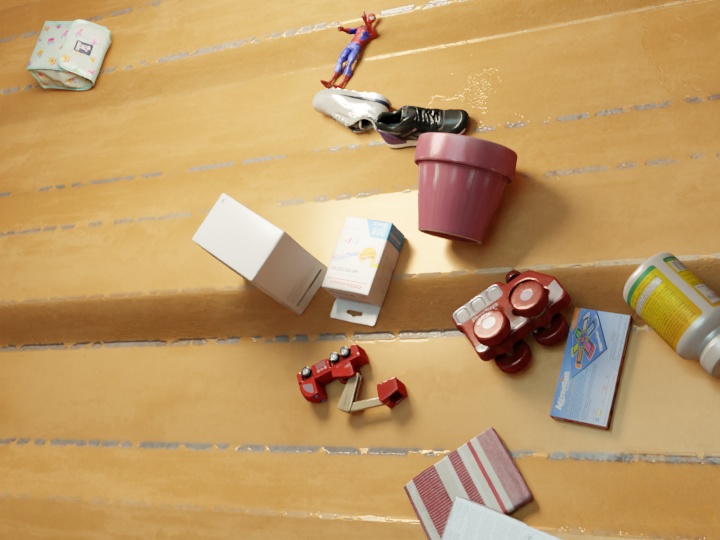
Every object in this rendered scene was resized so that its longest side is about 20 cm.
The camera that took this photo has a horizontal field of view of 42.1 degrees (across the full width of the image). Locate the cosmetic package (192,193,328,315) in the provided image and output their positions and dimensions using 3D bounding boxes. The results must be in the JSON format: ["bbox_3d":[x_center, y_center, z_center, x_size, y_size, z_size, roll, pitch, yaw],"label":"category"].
[{"bbox_3d":[-0.203,-0.032,1.927,0.199,0.200,0.124,32,83,36],"label":"cosmetic package"}]

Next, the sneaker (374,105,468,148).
[{"bbox_3d":[0.125,-0.306,1.950,0.198,0.088,0.077,-8,63,25],"label":"sneaker"}]

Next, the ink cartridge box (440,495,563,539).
[{"bbox_3d":[0.223,0.485,1.541,0.198,0.057,0.164,17,82,21],"label":"ink cartridge box"}]

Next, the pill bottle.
[{"bbox_3d":[0.536,0.074,1.532,0.113,0.113,0.200,-42,55,4],"label":"pill bottle"}]

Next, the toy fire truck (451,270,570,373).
[{"bbox_3d":[0.271,0.072,1.689,0.199,0.112,0.168,-37,36,7],"label":"toy fire truck"}]

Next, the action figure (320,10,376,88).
[{"bbox_3d":[-0.028,-0.517,2.131,0.065,0.099,0.201,25,78,33],"label":"action figure"}]

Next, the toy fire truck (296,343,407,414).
[{"bbox_3d":[-0.021,0.222,1.800,0.199,0.049,0.142,-28,57,14],"label":"toy fire truck"}]

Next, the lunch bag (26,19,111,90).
[{"bbox_3d":[-0.787,-0.590,2.560,0.198,0.122,0.172,5,67,21],"label":"lunch bag"}]

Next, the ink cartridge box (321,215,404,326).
[{"bbox_3d":[0.000,0.000,1.883,0.114,0.068,0.202,9,72,31],"label":"ink cartridge box"}]

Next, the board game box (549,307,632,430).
[{"bbox_3d":[0.399,0.167,1.618,0.102,0.019,0.202,8,71,29],"label":"board game box"}]

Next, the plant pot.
[{"bbox_3d":[0.188,-0.151,1.792,0.198,0.199,0.181,11,88,32],"label":"plant pot"}]

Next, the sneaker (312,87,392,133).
[{"bbox_3d":[-0.028,-0.350,2.067,0.198,0.076,0.081,10,81,33],"label":"sneaker"}]

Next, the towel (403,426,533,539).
[{"bbox_3d":[0.185,0.385,1.630,0.199,0.023,0.145,-35,57,11],"label":"towel"}]
